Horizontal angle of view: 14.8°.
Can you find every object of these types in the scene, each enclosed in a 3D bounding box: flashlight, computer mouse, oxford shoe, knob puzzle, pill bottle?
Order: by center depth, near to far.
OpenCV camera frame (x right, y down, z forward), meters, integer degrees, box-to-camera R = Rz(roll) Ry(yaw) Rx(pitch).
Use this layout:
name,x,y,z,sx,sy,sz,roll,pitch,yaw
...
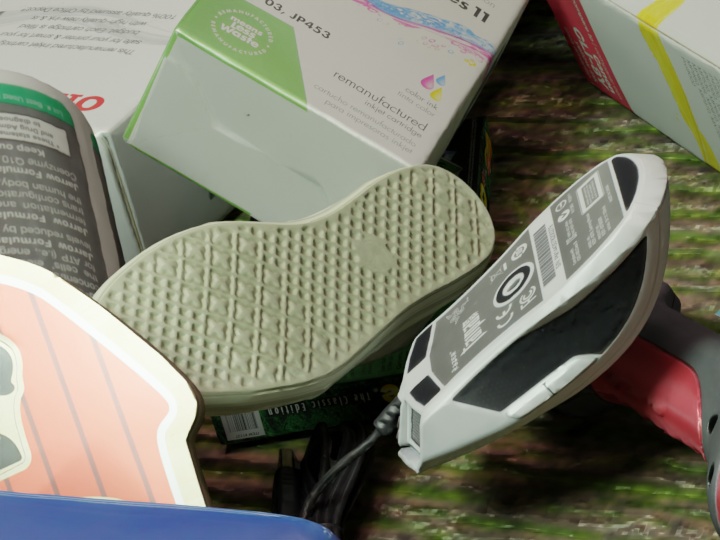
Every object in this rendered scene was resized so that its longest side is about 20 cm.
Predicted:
name,x,y,z,sx,sy,sz,roll,pitch,yaw
knob puzzle,-0.143,0.078,0.907,0.218,0.221,0.030,-8,-12,14
flashlight,0.113,0.052,0.969,0.067,0.068,0.200,-1,17,-30
computer mouse,0.044,0.041,0.970,0.200,0.044,0.110,-43,18,18
pill bottle,-0.135,0.033,1.014,0.112,0.113,0.201,-16,52,0
oxford shoe,-0.028,0.015,1.019,0.199,0.075,0.058,-23,-15,-46

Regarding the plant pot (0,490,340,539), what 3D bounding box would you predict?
name,x,y,z,sx,sy,sz,roll,pitch,yaw
plant pot,-0.092,0.187,0.713,0.199,0.201,0.180,1,41,27

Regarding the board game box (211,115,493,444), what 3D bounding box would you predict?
name,x,y,z,sx,sy,sz,roll,pitch,yaw
board game box,0.000,0.000,1.146,0.104,0.024,0.200,-8,30,10

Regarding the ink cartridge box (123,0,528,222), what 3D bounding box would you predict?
name,x,y,z,sx,sy,sz,roll,pitch,yaw
ink cartridge box,-0.003,-0.099,1.175,0.117,0.068,0.200,30,40,1

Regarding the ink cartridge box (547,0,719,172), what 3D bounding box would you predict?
name,x,y,z,sx,sy,sz,roll,pitch,yaw
ink cartridge box,0.183,-0.115,1.167,0.145,0.084,0.200,-34,33,-8

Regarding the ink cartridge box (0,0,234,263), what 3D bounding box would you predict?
name,x,y,z,sx,sy,sz,roll,pitch,yaw
ink cartridge box,-0.107,-0.083,1.275,0.145,0.085,0.200,7,36,33

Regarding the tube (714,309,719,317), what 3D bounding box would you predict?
name,x,y,z,sx,sy,sz,roll,pitch,yaw
tube,0.231,-0.026,1.059,0.200,0.051,0.077,-35,26,-23
